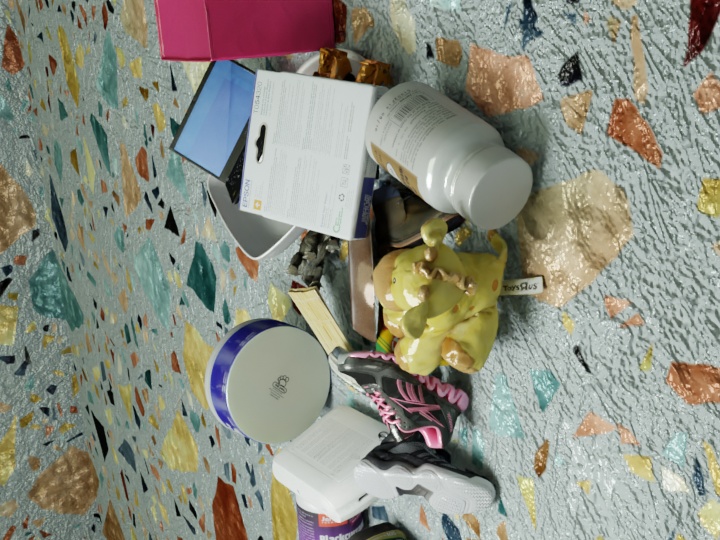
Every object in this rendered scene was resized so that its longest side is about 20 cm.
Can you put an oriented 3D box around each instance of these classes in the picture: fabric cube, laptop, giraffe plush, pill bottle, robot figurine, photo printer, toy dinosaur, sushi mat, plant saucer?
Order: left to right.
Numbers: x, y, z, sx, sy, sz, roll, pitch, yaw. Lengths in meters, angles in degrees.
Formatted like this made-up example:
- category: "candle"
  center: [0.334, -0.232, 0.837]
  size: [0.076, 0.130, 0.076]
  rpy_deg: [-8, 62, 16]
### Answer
- category: "laptop"
  center: [-0.202, -0.219, 1.436]
  size: [0.178, 0.103, 0.200]
  rpy_deg: [-62, 20, 11]
- category: "fabric cube"
  center: [-0.175, -0.411, 1.379]
  size: [0.196, 0.199, 0.201]
  rpy_deg: [22, 120, 56]
- category: "toy dinosaur"
  center: [-0.065, -0.038, 1.463]
  size: [0.102, 0.077, 0.200]
  rpy_deg: [-89, 22, -55]
- category: "pill bottle"
  center: [-0.050, 0.404, 1.587]
  size: [0.111, 0.111, 0.201]
  rpy_deg: [24, 122, 54]
- category: "sushi mat"
  center: [-0.041, 0.110, 1.477]
  size: [0.096, 0.012, 0.200]
  rpy_deg: [-3, 122, 58]
- category: "robot figurine"
  center: [-0.030, -0.191, 1.287]
  size: [0.145, 0.058, 0.201]
  rpy_deg: [23, 108, 31]
- category: "photo printer"
  center: [-0.022, 0.292, 1.446]
  size: [0.200, 0.166, 0.070]
  rpy_deg: [14, 135, 56]
- category: "plant saucer"
  center: [0.000, 0.000, 1.319]
  size: [0.200, 0.034, 0.201]
  rpy_deg: [-3, -90, -90]
- category: "giraffe plush"
  center: [0.084, 0.025, 1.080]
  size: [0.200, 0.162, 0.173]
  rpy_deg: [-25, 66, 28]
- category: "pill bottle"
  center: [0.102, -0.132, 1.106]
  size: [0.200, 0.114, 0.115]
  rpy_deg: [43, 137, 44]

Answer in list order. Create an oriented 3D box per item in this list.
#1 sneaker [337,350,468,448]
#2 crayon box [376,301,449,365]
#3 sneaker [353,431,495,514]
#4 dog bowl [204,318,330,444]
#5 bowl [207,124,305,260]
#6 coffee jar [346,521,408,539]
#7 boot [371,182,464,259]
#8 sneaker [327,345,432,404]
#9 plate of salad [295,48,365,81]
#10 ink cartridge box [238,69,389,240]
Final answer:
- category: "sneaker"
  center: [0.050, 0.169, 1.230]
  size: [0.079, 0.200, 0.096]
  rpy_deg: [-12, 53, 61]
- category: "crayon box"
  center: [0.090, 0.058, 1.233]
  size: [0.200, 0.051, 0.127]
  rpy_deg: [-16, 68, 60]
- category: "sneaker"
  center: [0.097, 0.264, 1.315]
  size: [0.199, 0.114, 0.076]
  rpy_deg: [5, 128, 23]
- category: "dog bowl"
  center: [-0.152, 0.183, 1.581]
  size: [0.079, 0.200, 0.201]
  rpy_deg: [11, 111, 55]
- category: "bowl"
  center: [-0.127, -0.132, 1.481]
  size: [0.200, 0.075, 0.200]
  rpy_deg: [-46, 58, 21]
- category: "coffee jar"
  center: [0.060, 0.463, 1.430]
  size: [0.200, 0.104, 0.086]
  rpy_deg: [32, 126, 50]
- category: "boot"
  center: [0.063, -0.080, 1.233]
  size: [0.200, 0.075, 0.097]
  rpy_deg: [-27, 81, 62]
- category: "sneaker"
  center: [0.035, 0.147, 1.375]
  size: [0.200, 0.078, 0.086]
  rpy_deg: [29, 86, 43]
- category: "plate of salad"
  center: [-0.032, -0.212, 1.355]
  size: [0.200, 0.048, 0.201]
  rpy_deg: [5, 99, 37]
- category: "ink cartridge box"
  center: [-0.065, -0.156, 1.255]
  size: [0.200, 0.043, 0.197]
  rpy_deg: [17, 103, 35]
